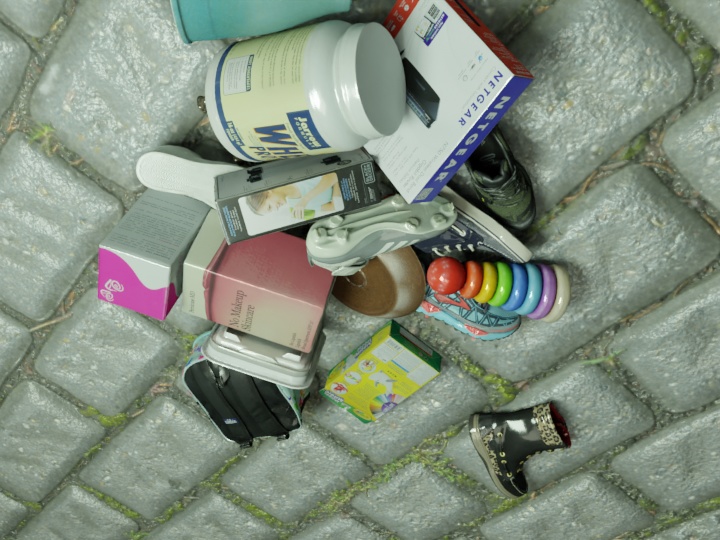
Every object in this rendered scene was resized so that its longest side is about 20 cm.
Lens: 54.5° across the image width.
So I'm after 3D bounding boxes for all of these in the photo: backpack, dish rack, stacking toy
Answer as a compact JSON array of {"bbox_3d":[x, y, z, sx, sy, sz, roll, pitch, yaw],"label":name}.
[{"bbox_3d":[-0.191,0.178,1.170,0.177,0.151,0.200,-14,130,21],"label":"backpack"},{"bbox_3d":[-0.139,0.096,1.078,0.171,0.200,0.044,19,113,-2],"label":"dish rack"},{"bbox_3d":[0.190,0.022,0.989,0.200,0.085,0.085,8,128,-13],"label":"stacking toy"}]

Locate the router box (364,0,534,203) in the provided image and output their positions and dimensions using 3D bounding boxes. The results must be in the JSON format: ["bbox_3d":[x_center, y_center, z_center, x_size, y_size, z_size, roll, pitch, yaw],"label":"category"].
[{"bbox_3d":[0.077,-0.213,0.831,0.180,0.049,0.200,54,127,21],"label":"router box"}]

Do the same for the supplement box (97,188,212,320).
[{"bbox_3d":[-0.282,-0.039,1.000,0.103,0.200,0.101,18,127,-2],"label":"supplement box"}]

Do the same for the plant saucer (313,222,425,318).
[{"bbox_3d":[0.000,0.000,1.024,0.200,0.037,0.201,25,139,24],"label":"plant saucer"}]

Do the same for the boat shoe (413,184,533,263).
[{"bbox_3d":[0.136,-0.050,0.971,0.200,0.075,0.093,36,101,-4],"label":"boat shoe"}]

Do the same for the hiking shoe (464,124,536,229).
[{"bbox_3d":[0.171,-0.121,0.907,0.076,0.101,0.200,-22,119,24],"label":"hiking shoe"}]

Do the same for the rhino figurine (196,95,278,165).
[{"bbox_3d":[-0.130,-0.174,0.959,0.087,0.060,0.200,-19,121,27],"label":"rhino figurine"}]

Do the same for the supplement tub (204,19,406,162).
[{"bbox_3d":[-0.062,-0.206,0.812,0.200,0.145,0.145,-1,127,29],"label":"supplement tub"}]

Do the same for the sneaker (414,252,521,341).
[{"bbox_3d":[0.153,0.036,1.041,0.200,0.079,0.096,19,125,-3],"label":"sneaker"}]

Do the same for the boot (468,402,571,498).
[{"bbox_3d":[0.292,0.313,1.220,0.150,0.073,0.200,-21,114,25],"label":"boot"}]

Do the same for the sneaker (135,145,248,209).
[{"bbox_3d":[-0.206,-0.130,0.987,0.200,0.116,0.074,19,103,-15],"label":"sneaker"}]

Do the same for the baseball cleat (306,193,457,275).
[{"bbox_3d":[0.025,-0.048,0.921,0.200,0.070,0.107,-9,153,-9],"label":"baseball cleat"}]

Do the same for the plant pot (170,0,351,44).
[{"bbox_3d":[-0.102,-0.348,0.752,0.187,0.200,0.200,-1,127,-5],"label":"plant pot"}]

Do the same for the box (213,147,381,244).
[{"bbox_3d":[-0.084,-0.104,0.898,0.200,0.117,0.060,-16,115,-7],"label":"box"}]

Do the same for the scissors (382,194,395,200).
[{"bbox_3d":[0.029,-0.036,1.057,0.073,0.014,0.200,5,127,6],"label":"scissors"}]

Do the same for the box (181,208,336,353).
[{"bbox_3d":[-0.141,0.017,0.999,0.200,0.109,0.128,18,142,-2],"label":"box"}]

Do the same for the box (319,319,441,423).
[{"bbox_3d":[0.030,0.181,1.192,0.117,0.048,0.200,38,122,-16],"label":"box"}]
